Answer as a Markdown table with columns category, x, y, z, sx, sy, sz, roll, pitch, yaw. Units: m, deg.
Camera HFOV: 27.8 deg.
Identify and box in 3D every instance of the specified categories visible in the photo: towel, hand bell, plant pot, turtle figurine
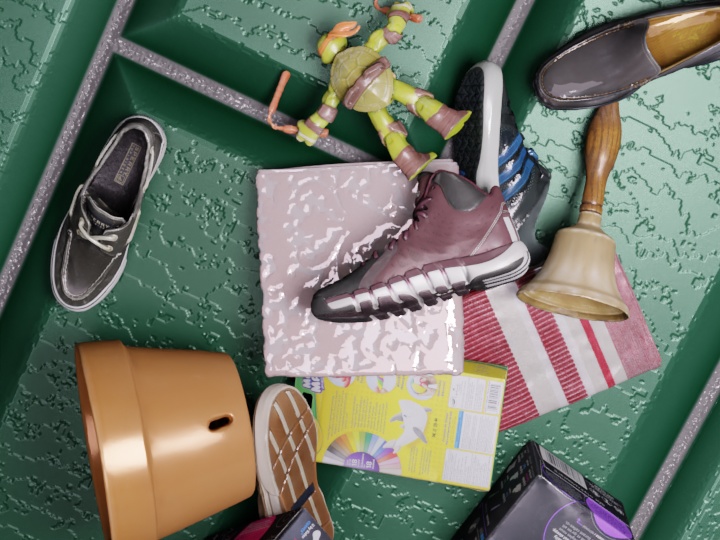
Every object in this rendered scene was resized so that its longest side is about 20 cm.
| category | x | y | z | sx | sy | sz | roll | pitch | yaw |
| --- | --- | --- | --- | --- | --- | --- | --- | --- | --- |
| towel | 0.000 | 0.000 | 1.354 | 0.191 | 0.032 | 0.201 | -2 | 88 | 6 |
| hand bell | 0.213 | -0.062 | 1.336 | 0.104 | 0.104 | 0.200 | 13 | 78 | -3 |
| plant pot | -0.179 | 0.156 | 1.347 | 0.140 | 0.200 | 0.201 | -8 | 103 | -14 |
| towel | 0.173 | 0.066 | 1.402 | 0.200 | 0.023 | 0.144 | -23 | 104 | 7 |
| turtle figurine | 0.019 | -0.171 | 1.310 | 0.161 | 0.064 | 0.200 | 42 | 97 | 6 |

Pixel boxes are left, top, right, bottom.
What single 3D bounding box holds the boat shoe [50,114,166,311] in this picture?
| category | x | y | z | sx | sy | sz | roll | pitch | yaw |
| --- | --- | --- | --- | --- | --- | --- | --- | --- | --- |
| boat shoe | -0.241 | -0.051 | 1.355 | 0.071 | 0.064 | 0.200 | 22 | 102 | -4 |

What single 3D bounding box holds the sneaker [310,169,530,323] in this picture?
| category | x | y | z | sx | sy | sz | roll | pitch | yaw |
| --- | --- | --- | --- | --- | --- | --- | --- | --- | --- |
| sneaker | 0.044 | -0.026 | 1.306 | 0.200 | 0.076 | 0.116 | -15 | 76 | 3 |

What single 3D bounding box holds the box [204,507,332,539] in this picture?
| category | x | y | z | sx | sy | sz | roll | pitch | yaw |
| --- | --- | --- | --- | --- | --- | --- | --- | --- | --- |
| box | -0.101 | 0.318 | 1.353 | 0.115 | 0.200 | 0.132 | 49 | 54 | -9 |

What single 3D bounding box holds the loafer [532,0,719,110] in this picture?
| category | x | y | z | sx | sy | sz | roll | pitch | yaw |
| --- | --- | --- | --- | --- | --- | --- | --- | --- | --- |
| loafer | 0.250 | -0.200 | 1.309 | 0.200 | 0.072 | 0.073 | -22 | 88 | 3 |

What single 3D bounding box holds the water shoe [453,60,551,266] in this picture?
| category | x | y | z | sx | sy | sz | roll | pitch | yaw |
| --- | --- | --- | --- | --- | --- | --- | --- | --- | --- |
| water shoe | 0.134 | -0.097 | 1.351 | 0.079 | 0.071 | 0.200 | -9 | 108 | -20 |

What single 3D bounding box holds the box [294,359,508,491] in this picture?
| category | x | y | z | sx | sy | sz | roll | pitch | yaw |
| --- | --- | --- | --- | --- | --- | --- | --- | --- | --- |
| box | 0.034 | 0.136 | 1.394 | 0.200 | 0.048 | 0.118 | 9 | 104 | 6 |

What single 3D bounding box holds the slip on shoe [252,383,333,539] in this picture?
| category | x | y | z | sx | sy | sz | roll | pitch | yaw |
| --- | --- | --- | --- | --- | --- | --- | --- | --- | --- |
| slip on shoe | -0.076 | 0.192 | 1.378 | 0.060 | 0.076 | 0.200 | 13 | 131 | 36 |

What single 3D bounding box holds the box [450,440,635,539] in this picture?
| category | x | y | z | sx | sy | sz | roll | pitch | yaw |
| --- | --- | --- | --- | --- | --- | --- | --- | --- | --- |
| box | 0.155 | 0.287 | 1.407 | 0.122 | 0.106 | 0.200 | 36 | 101 | -5 |
